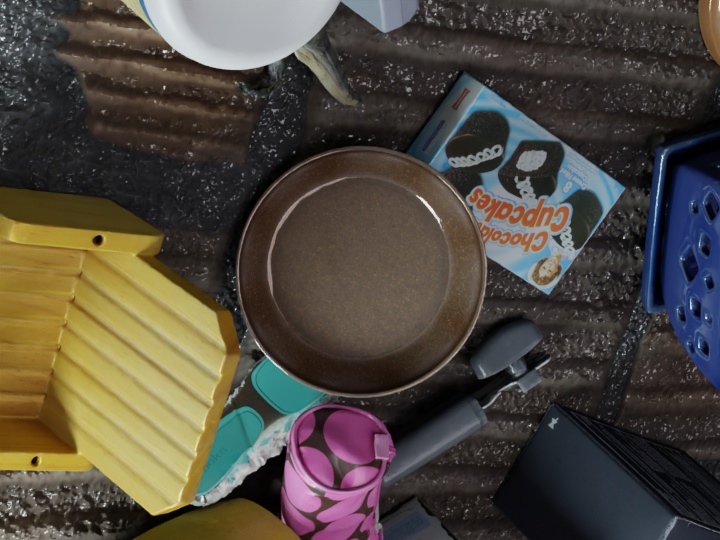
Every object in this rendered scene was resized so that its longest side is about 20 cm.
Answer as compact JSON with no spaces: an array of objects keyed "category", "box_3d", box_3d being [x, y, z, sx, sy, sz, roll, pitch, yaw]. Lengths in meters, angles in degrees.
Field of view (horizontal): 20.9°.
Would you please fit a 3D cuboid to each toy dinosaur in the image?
[{"category":"toy dinosaur","box_3d":[-0.056,-0.173,1.458,0.088,0.047,0.200,-39,134,-16]}]

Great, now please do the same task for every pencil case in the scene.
[{"category":"pencil case","box_3d":[-0.020,0.183,1.612,0.093,0.091,0.200,8,152,0]}]

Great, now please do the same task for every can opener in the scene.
[{"category":"can opener","box_3d":[0.080,0.114,1.717,0.200,0.053,0.067,-31,97,-13]}]

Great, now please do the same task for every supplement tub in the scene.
[{"category":"supplement tub","box_3d":[-0.110,-0.231,1.285,0.144,0.200,0.145,-16,124,-24]}]

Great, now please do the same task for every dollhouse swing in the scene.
[{"category":"dollhouse swing","box_3d":[-0.217,0.070,1.409,0.181,0.176,0.200,5,114,-35]}]

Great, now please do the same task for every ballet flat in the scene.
[{"category":"ballet flat","box_3d":[-0.077,0.118,1.610,0.200,0.072,0.072,-41,131,-3]}]

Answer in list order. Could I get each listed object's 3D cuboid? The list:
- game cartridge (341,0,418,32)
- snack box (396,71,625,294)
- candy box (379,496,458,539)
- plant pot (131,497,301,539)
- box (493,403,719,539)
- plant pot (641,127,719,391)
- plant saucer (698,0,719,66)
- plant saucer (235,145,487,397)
[{"category":"game cartridge","box_3d":[-0.016,-0.271,1.366,0.040,0.133,0.200,-27,129,-11]},{"category":"snack box","box_3d":[0.123,-0.070,1.635,0.200,0.037,0.116,30,99,-40]},{"category":"candy box","box_3d":[0.092,0.325,1.737,0.071,0.200,0.168,-31,129,-14]},{"category":"plant pot","box_3d":[-0.112,0.273,1.600,0.142,0.200,0.200,-46,133,-24]},{"category":"box","box_3d":[0.264,0.241,1.801,0.198,0.200,0.123,23,103,-38]},{"category":"plant pot","box_3d":[0.360,-0.028,1.718,0.200,0.180,0.200,-14,123,-24]},{"category":"plant saucer","box_3d":[0.384,-0.253,1.700,0.200,0.032,0.201,-16,125,-25]},{"category":"plant saucer","box_3d":[0.000,0.000,1.552,0.200,0.037,0.201,-1,97,-4]}]
